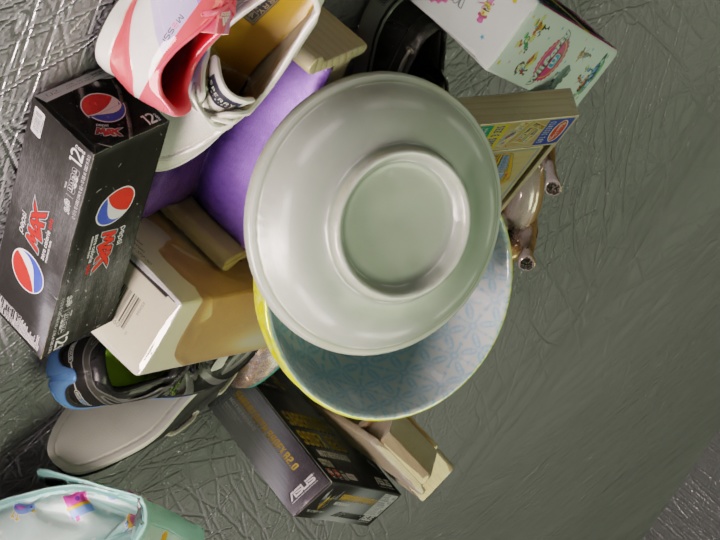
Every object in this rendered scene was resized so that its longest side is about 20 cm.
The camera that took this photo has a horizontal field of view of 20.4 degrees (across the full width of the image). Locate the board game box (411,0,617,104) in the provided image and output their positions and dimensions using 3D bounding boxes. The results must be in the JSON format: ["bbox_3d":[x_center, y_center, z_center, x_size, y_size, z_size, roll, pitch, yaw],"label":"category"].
[{"bbox_3d":[0.095,-0.201,1.487,0.064,0.148,0.200,-51,160,13],"label":"board game box"}]

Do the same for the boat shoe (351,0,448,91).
[{"bbox_3d":[0.033,-0.143,1.585,0.071,0.064,0.200,-40,158,-20],"label":"boat shoe"}]

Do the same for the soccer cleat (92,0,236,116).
[{"bbox_3d":[-0.095,-0.189,1.238,0.068,0.073,0.200,-15,142,-55],"label":"soccer cleat"}]

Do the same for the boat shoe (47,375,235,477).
[{"bbox_3d":[-0.171,0.107,1.633,0.200,0.074,0.060,-44,158,-28],"label":"boat shoe"}]

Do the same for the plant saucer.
[{"bbox_3d":[0.019,-0.035,1.376,0.200,0.050,0.201,-7,105,-26],"label":"plant saucer"}]

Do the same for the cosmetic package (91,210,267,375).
[{"bbox_3d":[-0.124,0.009,1.500,0.071,0.105,0.200,-57,159,23],"label":"cosmetic package"}]

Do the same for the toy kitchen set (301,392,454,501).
[{"bbox_3d":[0.054,0.082,1.762,0.180,0.163,0.200,-45,114,-8],"label":"toy kitchen set"}]

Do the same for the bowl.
[{"bbox_3d":[0.000,0.000,1.463,0.200,0.108,0.201,-6,105,-26],"label":"bowl"}]

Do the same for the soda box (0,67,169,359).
[{"bbox_3d":[-0.191,-0.037,1.339,0.071,0.063,0.200,-30,154,-40],"label":"soda box"}]

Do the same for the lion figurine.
[{"bbox_3d":[0.155,-0.080,1.926,0.123,0.072,0.200,-81,-168,-62],"label":"lion figurine"}]

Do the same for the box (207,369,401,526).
[{"bbox_3d":[-0.055,0.154,1.813,0.048,0.158,0.200,-42,160,8],"label":"box"}]

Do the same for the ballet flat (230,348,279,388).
[{"bbox_3d":[-0.059,0.010,1.706,0.200,0.068,0.067,-50,141,-9],"label":"ballet flat"}]

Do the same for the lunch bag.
[{"bbox_3d":[-0.234,0.235,1.610,0.200,0.122,0.170,-24,159,4],"label":"lunch bag"}]

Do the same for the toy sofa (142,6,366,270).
[{"bbox_3d":[-0.083,-0.098,1.413,0.098,0.083,0.200,-26,151,-46],"label":"toy sofa"}]

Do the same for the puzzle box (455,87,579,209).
[{"bbox_3d":[0.071,-0.078,1.532,0.133,0.025,0.200,-8,159,-20],"label":"puzzle box"}]

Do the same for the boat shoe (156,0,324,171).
[{"bbox_3d":[-0.090,-0.128,1.302,0.200,0.071,0.070,-43,-153,26],"label":"boat shoe"}]

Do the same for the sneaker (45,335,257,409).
[{"bbox_3d":[-0.146,0.067,1.550,0.199,0.071,0.083,-13,-178,-43],"label":"sneaker"}]
